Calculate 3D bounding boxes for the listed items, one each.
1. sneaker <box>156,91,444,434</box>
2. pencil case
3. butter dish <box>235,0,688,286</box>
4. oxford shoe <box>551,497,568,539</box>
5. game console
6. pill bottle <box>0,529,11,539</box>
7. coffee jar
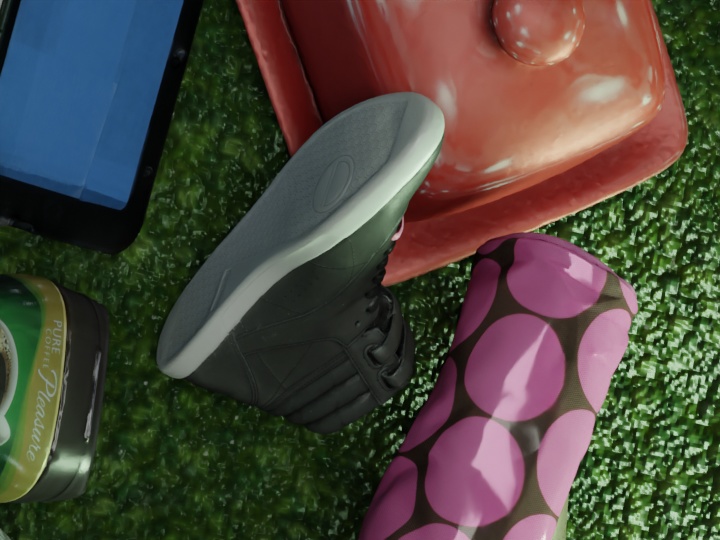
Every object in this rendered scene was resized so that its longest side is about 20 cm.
[{"bbox_3d":[0.000,0.000,1.370,0.099,0.200,0.071,28,38,-23],"label":"sneaker"},{"bbox_3d":[0.053,0.083,1.371,0.090,0.094,0.201,30,77,-17],"label":"pencil case"},{"bbox_3d":[0.061,-0.113,1.386,0.199,0.148,0.201,-21,95,-15],"label":"butter dish"},{"bbox_3d":[0.068,0.116,1.440,0.070,0.075,0.201,4,73,20],"label":"oxford shoe"},{"bbox_3d":[-0.119,-0.113,1.317,0.116,0.176,0.201,15,89,-11],"label":"game console"},{"bbox_3d":[-0.158,0.184,1.260,0.114,0.114,0.200,-45,110,-12],"label":"pill bottle"},{"bbox_3d":[-0.204,0.042,1.310,0.199,0.085,0.105,15,78,-38],"label":"coffee jar"}]
